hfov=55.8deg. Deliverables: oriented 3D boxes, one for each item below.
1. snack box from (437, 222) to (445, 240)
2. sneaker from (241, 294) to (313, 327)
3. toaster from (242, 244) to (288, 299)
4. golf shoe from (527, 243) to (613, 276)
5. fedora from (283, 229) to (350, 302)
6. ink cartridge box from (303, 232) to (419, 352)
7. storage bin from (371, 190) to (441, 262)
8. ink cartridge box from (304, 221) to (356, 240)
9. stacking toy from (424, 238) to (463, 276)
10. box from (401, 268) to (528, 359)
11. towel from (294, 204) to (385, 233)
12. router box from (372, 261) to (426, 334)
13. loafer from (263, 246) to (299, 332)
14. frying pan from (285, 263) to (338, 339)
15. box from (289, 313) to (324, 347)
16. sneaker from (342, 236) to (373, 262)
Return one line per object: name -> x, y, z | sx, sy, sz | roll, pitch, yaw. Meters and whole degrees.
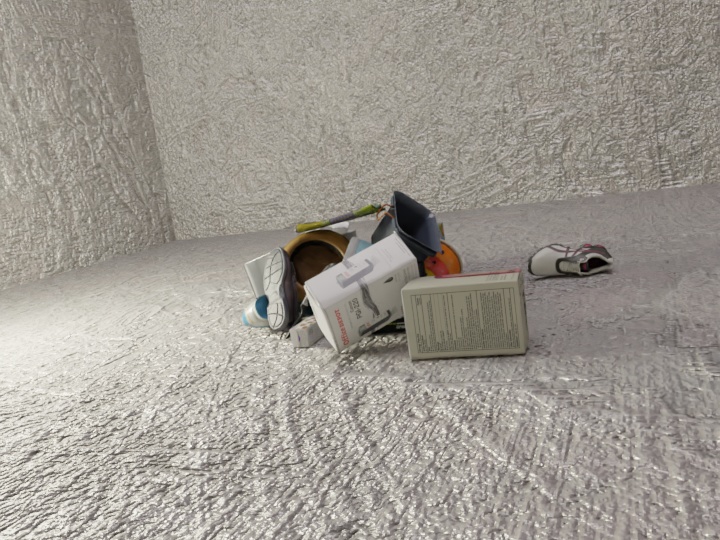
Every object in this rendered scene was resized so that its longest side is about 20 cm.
snack box -> 0.182, -0.042, 1.803 | 0.053, 0.143, 0.200 | -5, 10, 22
sneaker -> -0.184, 0.087, 1.576 | 0.200, 0.077, 0.081 | -4, -21, -47
toaster -> -0.205, -0.004, 1.883 | 0.200, 0.119, 0.181 | -21, 3, 35
golf shoe -> 0.502, -0.023, 1.629 | 0.199, 0.077, 0.088 | -9, 17, 1
fedora -> -0.092, 0.002, 1.581 | 0.200, 0.201, 0.082 | -8, -25, 4
ink cartridge box -> 0.010, 0.043, 1.272 | 0.200, 0.146, 0.085 | -28, 51, -10
storage bin -> 0.085, -0.073, 1.574 | 0.145, 0.134, 0.200 | 29, 28, -18
ink cartridge box -> -0.079, -0.016, 1.702 | 0.128, 0.201, 0.125 | -5, 10, 19
stacking toy -> 0.149, 0.025, 1.594 | 0.146, 0.146, 0.200 | -3, 29, 27
box -> 0.184, 0.074, 1.179 | 0.199, 0.128, 0.109 | -5, 10, 18
towel -> -0.049, -0.124, 1.604 | 0.199, 0.023, 0.144 | -14, 3, 15
router box -> 0.059, 0.057, 1.437 | 0.149, 0.062, 0.200 | -5, 26, 13
loafer -> -0.170, 0.046, 1.506 | 0.072, 0.201, 0.063 | -25, -33, 33
frying pan -> -0.105, 0.055, 1.468 | 0.190, 0.031, 0.115 | -49, 7, 9
box -> -0.088, 0.114, 1.441 | 0.039, 0.042, 0.200 | -5, 11, 21
sneaker -> 0.000, 0.000, 1.431 | 0.082, 0.074, 0.200 | 15, 42, 2
